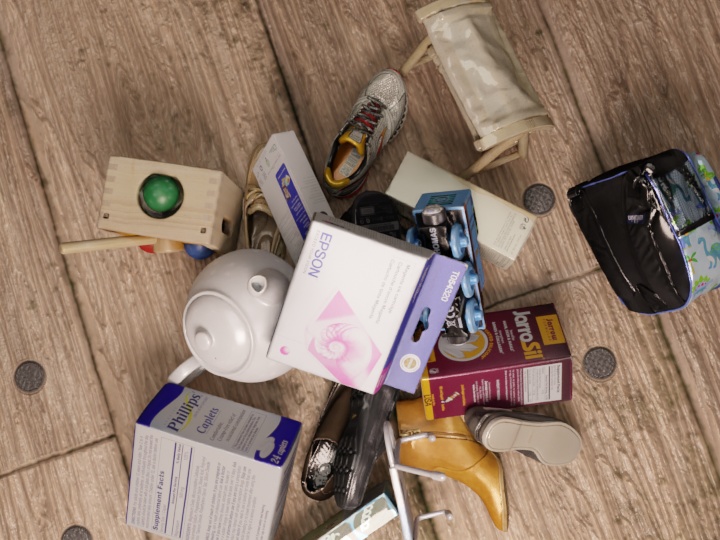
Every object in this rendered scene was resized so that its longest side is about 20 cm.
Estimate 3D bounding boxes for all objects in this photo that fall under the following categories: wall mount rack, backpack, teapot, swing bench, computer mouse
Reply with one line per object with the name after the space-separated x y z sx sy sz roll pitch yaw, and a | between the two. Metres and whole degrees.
0.081 0.290 1.065 0.074 0.174 0.201 -12 97 5 | wall mount rack
0.403 -0.053 1.128 0.147 0.183 0.201 -24 92 -20 | backpack
-0.170 0.074 1.137 0.197 0.146 0.201 9 113 30 | teapot
0.158 -0.246 1.144 0.129 0.200 0.199 -24 83 -9 | swing bench
0.000 0.000 1.126 0.140 0.046 0.201 -15 89 -28 | computer mouse

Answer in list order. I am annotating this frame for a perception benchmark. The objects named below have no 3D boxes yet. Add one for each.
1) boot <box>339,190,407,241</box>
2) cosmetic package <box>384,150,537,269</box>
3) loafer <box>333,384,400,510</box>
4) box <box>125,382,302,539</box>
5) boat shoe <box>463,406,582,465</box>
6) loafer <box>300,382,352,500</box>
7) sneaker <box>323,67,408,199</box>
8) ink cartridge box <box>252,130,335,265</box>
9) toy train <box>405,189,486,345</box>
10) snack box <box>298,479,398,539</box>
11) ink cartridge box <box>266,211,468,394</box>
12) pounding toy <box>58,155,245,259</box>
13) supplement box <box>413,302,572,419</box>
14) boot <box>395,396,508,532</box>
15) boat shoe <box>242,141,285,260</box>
0.015 0.004 1.199 0.150 0.073 0.200 -37 84 0 | boot
0.138 -0.082 1.185 0.200 0.104 0.073 29 85 5 | cosmetic package
0.014 0.223 1.133 0.070 0.068 0.201 21 71 -23 | loafer
-0.197 0.271 1.129 0.199 0.105 0.184 16 118 5 | box
0.222 0.217 1.139 0.200 0.057 0.067 19 100 -37 | boat shoe
-0.028 0.230 1.178 0.073 0.071 0.201 18 86 5 | loafer
0.009 -0.195 1.207 0.078 0.082 0.201 25 93 6 | sneaker
-0.082 -0.080 1.146 0.039 0.099 0.201 -16 75 -31 | ink cartridge box
0.117 -0.004 1.096 0.086 0.114 0.201 -3 118 23 | toy train
-0.038 0.362 1.143 0.200 0.116 0.037 -35 84 0 | snack box
0.006 0.051 1.033 0.199 0.043 0.197 18 112 -3 | ink cartridge box
-0.278 -0.070 1.162 0.183 0.200 0.143 8 85 5 | pounding toy
0.177 0.123 1.145 0.199 0.086 0.111 -9 39 3 | supplement box
0.124 0.269 1.173 0.143 0.071 0.202 -12 80 8 | boot
-0.135 -0.093 1.223 0.071 0.065 0.201 -2 83 3 | boat shoe
